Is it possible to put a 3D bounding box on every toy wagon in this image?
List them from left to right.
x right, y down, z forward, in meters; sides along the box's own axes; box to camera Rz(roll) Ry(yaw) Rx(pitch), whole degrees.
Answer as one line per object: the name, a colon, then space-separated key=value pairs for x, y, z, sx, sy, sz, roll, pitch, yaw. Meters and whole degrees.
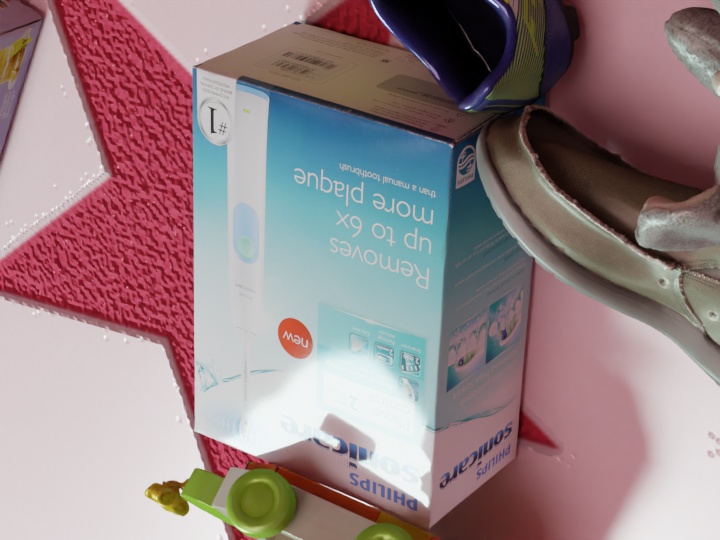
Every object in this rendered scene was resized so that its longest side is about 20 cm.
toy wagon: x=-0.016 y=0.136 z=0.960 sx=0.200 sy=0.040 sz=0.155 roll=22 pitch=166 yaw=24

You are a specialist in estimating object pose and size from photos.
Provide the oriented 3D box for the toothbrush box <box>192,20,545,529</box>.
toothbrush box: x=0.000 y=0.000 z=0.917 sx=0.146 sy=0.085 sz=0.200 roll=20 pitch=123 yaw=30

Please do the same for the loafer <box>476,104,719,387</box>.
loafer: x=0.140 y=-0.012 z=0.810 sx=0.200 sy=0.075 sz=0.070 roll=35 pitch=123 yaw=2

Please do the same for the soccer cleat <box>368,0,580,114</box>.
soccer cleat: x=0.019 y=-0.155 z=0.830 sx=0.065 sy=0.084 sz=0.200 roll=-38 pitch=85 yaw=42

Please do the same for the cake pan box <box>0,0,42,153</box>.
cake pan box: x=-0.285 y=-0.123 z=1.106 sx=0.200 sy=0.052 sz=0.184 roll=40 pitch=127 yaw=16

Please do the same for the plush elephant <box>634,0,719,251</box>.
plush elephant: x=0.170 y=-0.077 z=0.699 sx=0.165 sy=0.155 sz=0.200 roll=-20 pitch=97 yaw=42
